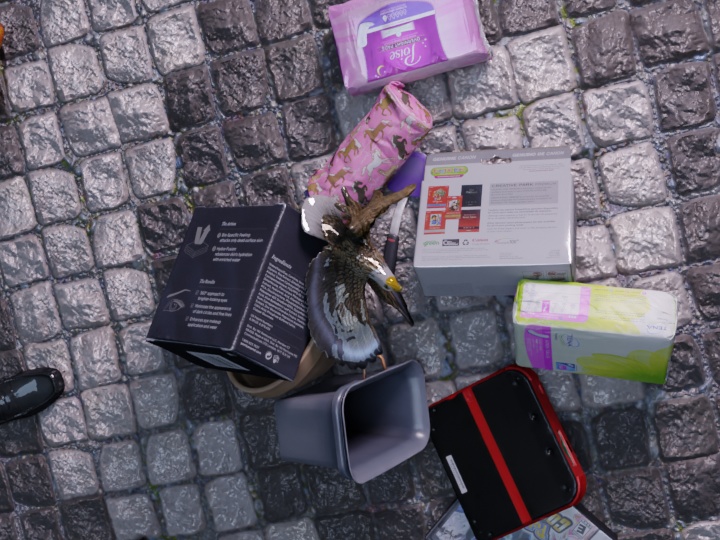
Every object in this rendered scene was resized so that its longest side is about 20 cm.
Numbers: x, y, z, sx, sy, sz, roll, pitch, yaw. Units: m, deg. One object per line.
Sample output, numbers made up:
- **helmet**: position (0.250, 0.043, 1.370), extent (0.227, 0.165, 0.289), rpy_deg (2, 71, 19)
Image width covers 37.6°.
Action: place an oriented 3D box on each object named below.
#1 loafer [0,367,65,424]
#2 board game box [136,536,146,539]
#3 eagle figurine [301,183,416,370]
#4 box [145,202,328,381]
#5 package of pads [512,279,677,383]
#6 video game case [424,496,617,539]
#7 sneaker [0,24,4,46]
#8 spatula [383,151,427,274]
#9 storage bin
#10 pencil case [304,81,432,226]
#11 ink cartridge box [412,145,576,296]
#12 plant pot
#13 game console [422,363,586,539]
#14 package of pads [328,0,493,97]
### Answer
- **loafer**: position (-0.542, 0.202, 1.613), extent (0.199, 0.070, 0.069), rpy_deg (-22, 91, 16)
- **board game box**: position (-0.332, 0.525, 1.616), extent (0.135, 0.028, 0.201), rpy_deg (-34, 87, 17)
- **eagle figurine**: position (0.003, 0.004, 1.336), extent (0.150, 0.152, 0.202), rpy_deg (-4, 128, -8)
- **box**: position (-0.154, 0.026, 1.386), extent (0.196, 0.117, 0.202), rpy_deg (2, 68, 47)
- **package of pads**: position (0.292, 0.076, 1.327), extent (0.198, 0.155, 0.069), rpy_deg (5, 63, 14)
- **video game case**: position (0.218, 0.366, 1.449), extent (0.200, 0.025, 0.181), rpy_deg (39, 105, 8)
- **sneaker**: position (-0.569, -0.275, 1.577), extent (0.077, 0.073, 0.201), rpy_deg (26, 107, -12)
- **spatula**: position (0.050, -0.065, 1.447), extent (0.056, 0.021, 0.202), rpy_deg (15, 101, 19)
- **storage bin**: position (-0.018, 0.187, 1.406), extent (0.133, 0.199, 0.147), rpy_deg (-3, 97, 34)
- **pencil case**: position (0.011, -0.154, 1.403), extent (0.086, 0.083, 0.200), rpy_deg (34, 115, -19)
- **ink cartridge box**: position (0.178, -0.063, 1.364), extent (0.198, 0.084, 0.177), rpy_deg (-1, 61, 15)
- **plant pot**: position (-0.088, 0.088, 1.443), extent (0.200, 0.092, 0.202), rpy_deg (-28, 46, 33)
- **game console**: position (0.192, 0.244, 1.419), extent (0.176, 0.031, 0.202), rpy_deg (-31, 76, 27)
- **package of pads**: position (0.066, -0.310, 1.385), extent (0.198, 0.076, 0.122), rpy_deg (-13, 92, 16)
